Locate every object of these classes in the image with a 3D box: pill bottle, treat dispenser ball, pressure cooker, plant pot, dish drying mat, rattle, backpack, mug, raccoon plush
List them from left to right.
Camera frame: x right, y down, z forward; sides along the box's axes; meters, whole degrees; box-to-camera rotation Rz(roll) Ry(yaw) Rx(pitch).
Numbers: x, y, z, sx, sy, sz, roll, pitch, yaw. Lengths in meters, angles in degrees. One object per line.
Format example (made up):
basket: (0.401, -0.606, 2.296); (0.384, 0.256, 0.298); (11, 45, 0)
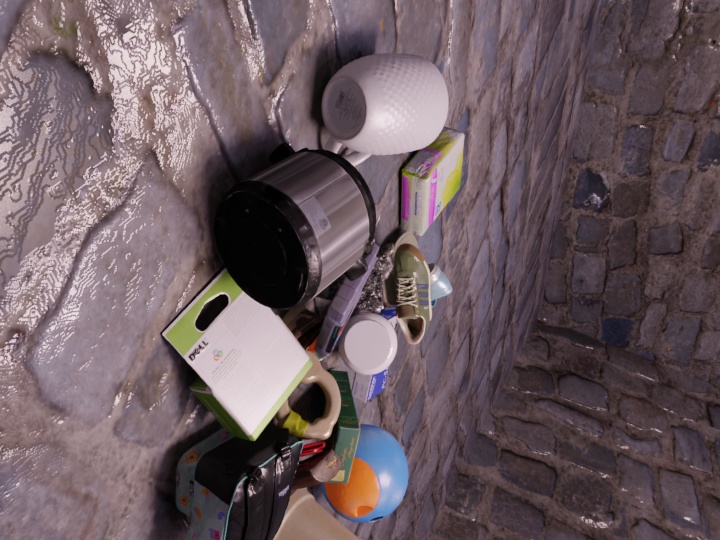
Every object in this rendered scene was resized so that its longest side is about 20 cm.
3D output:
backpack: (-0.186, 0.340, 0.938); (0.175, 0.150, 0.205); (-26, 126, -57)
dish drying mat: (-0.098, 0.316, 1.094); (0.200, 0.075, 0.019); (100, -22, -74)
rattle: (-0.101, 0.209, 1.135); (0.144, 0.126, 0.205); (99, -10, -66)
pressure cooker: (-0.073, -0.063, 0.837); (0.200, 0.175, 0.180); (-40, 140, -45)
plant pot: (-0.097, 0.569, 1.269); (0.201, 0.180, 0.204); (-46, 147, -41)
raccoon plush: (0.000, 0.000, 1.154); (0.199, 0.095, 0.138); (21, 82, -66)
treat dispenser ball: (0.008, 0.444, 1.370); (0.201, 0.197, 0.205); (-45, 146, -42)
pill bottle: (0.013, 0.136, 1.177); (0.200, 0.110, 0.115); (81, 32, -86)
mug: (0.016, -0.233, 0.960); (0.174, 0.149, 0.201); (-21, 158, -49)

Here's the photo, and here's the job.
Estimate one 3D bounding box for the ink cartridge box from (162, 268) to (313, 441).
ink cartridge box: (-0.180, 0.112, 0.884); (0.148, 0.075, 0.202); (-50, 116, -32)

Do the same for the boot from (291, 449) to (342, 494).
boot: (-0.095, 0.360, 1.115); (0.198, 0.065, 0.185); (-32, 168, 26)

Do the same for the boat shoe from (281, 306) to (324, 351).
boat shoe: (-0.125, 0.141, 1.011); (0.201, 0.071, 0.073); (-50, 150, -37)

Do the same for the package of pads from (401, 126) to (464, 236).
package of pads: (0.155, -0.198, 1.345); (0.201, 0.067, 0.157); (-50, 151, -38)

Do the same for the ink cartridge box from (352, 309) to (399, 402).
ink cartridge box: (0.037, 0.190, 1.426); (0.093, 0.043, 0.205); (-20, 126, -58)

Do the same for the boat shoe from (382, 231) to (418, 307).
boat shoe: (0.065, -0.001, 1.311); (0.075, 0.065, 0.202); (45, 47, -29)

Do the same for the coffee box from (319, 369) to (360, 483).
coffee box: (-0.043, 0.296, 1.206); (0.201, 0.043, 0.126); (-112, -147, -68)

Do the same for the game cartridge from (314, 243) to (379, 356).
game cartridge: (-0.024, 0.052, 0.982); (0.201, 0.038, 0.132); (112, 1, -63)

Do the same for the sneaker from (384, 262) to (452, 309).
sneaker: (0.115, 0.057, 1.326); (0.199, 0.082, 0.074); (-29, -160, 53)

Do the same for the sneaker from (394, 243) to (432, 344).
sneaker: (0.100, 0.056, 1.221); (0.091, 0.065, 0.204); (-63, 147, -47)
